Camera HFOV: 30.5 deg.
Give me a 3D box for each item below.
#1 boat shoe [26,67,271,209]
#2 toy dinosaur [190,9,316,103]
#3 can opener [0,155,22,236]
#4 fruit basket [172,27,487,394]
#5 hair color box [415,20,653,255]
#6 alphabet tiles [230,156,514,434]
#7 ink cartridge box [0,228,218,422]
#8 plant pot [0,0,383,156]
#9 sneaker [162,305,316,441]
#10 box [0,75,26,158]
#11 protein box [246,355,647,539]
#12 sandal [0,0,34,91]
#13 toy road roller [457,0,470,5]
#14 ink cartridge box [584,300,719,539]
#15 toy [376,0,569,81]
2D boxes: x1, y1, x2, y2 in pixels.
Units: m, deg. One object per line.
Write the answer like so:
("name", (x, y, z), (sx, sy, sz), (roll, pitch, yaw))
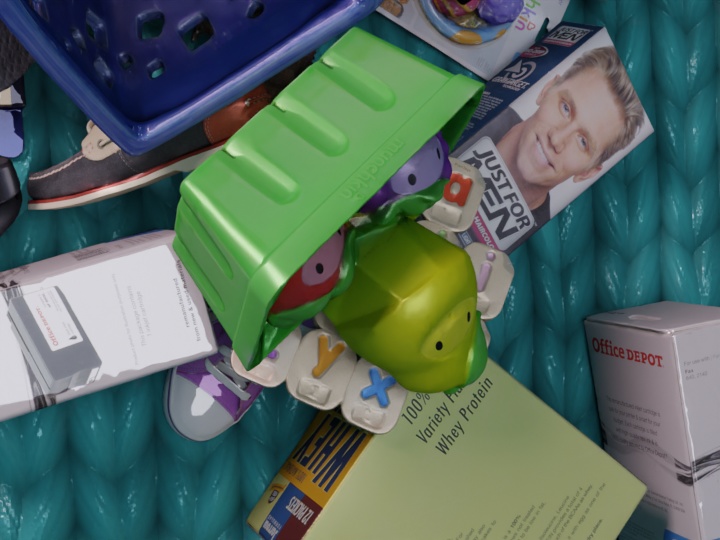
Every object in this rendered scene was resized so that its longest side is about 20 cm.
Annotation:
("boat shoe", (-0.147, -0.089, 0.895), (0.198, 0.071, 0.063), (-16, 97, 24))
("toy dinosaur", (-0.057, -0.163, 0.950), (0.134, 0.086, 0.203), (15, 84, -17))
("can opener", (-0.325, -0.039, 0.885), (0.197, 0.064, 0.080), (-9, 122, -7))
("fruit basket", (0.009, -0.013, 0.813), (0.212, 0.156, 0.219), (4, 66, -10))
("hair color box", (0.120, -0.091, 1.011), (0.199, 0.060, 0.101), (-40, 117, -12))
("alphabet tiles", (0.000, 0.000, 0.890), (0.198, 0.015, 0.198), (22, 75, -3))
("ink cartridge box", (-0.209, 0.039, 0.877), (0.198, 0.144, 0.085), (-17, 98, -16))
("plant pot", (-0.125, -0.226, 0.796), (0.198, 0.181, 0.200), (-30, 142, 6))
("sneaker", (-0.066, 0.039, 0.940), (0.072, 0.114, 0.201), (38, 83, -17))
("box", (-0.293, -0.176, 0.901), (0.119, 0.032, 0.203), (-4, 95, -18))
("protein box", (0.060, 0.172, 0.973), (0.199, 0.135, 0.200), (38, 81, -15))
("sandal", (-0.237, -0.174, 0.881), (0.200, 0.042, 0.077), (-50, 130, -42))
("toy road roller", (0.095, -0.284, 0.902), (0.123, 0.146, 0.200), (42, 92, -10))
("ink cartridge box", (0.253, 0.132, 1.027), (0.085, 0.146, 0.203), (-10, 96, -15))
("toy", (0.075, -0.229, 1.006), (0.198, 0.047, 0.116), (28, 86, -16))
